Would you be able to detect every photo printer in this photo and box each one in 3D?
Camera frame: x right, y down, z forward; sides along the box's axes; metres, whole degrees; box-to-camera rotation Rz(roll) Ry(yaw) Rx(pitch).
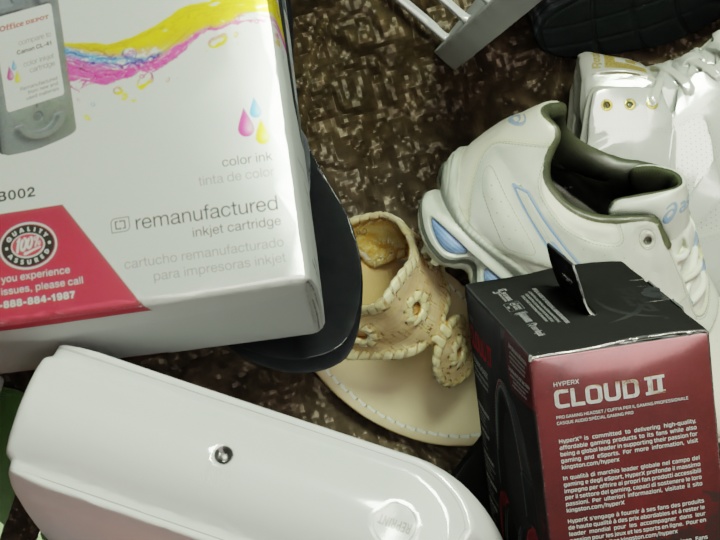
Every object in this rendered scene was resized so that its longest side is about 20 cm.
[{"bbox_3d":[-0.035,0.106,1.131,0.199,0.166,0.070,18,73,9],"label":"photo printer"}]

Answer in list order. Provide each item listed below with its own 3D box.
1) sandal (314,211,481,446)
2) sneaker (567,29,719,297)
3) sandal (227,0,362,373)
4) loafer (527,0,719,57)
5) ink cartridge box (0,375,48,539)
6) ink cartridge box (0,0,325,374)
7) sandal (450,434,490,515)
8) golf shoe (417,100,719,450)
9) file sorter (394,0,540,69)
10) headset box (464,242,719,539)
[{"bbox_3d":[-0.004,0.004,1.220,0.212,0.070,0.078,43,80,-8],"label":"sandal"},{"bbox_3d":[0.158,-0.088,1.243,0.115,0.074,0.201,24,100,-9],"label":"sneaker"},{"bbox_3d":[-0.051,-0.050,1.188,0.076,0.043,0.201,-15,72,1],"label":"sandal"},{"bbox_3d":[0.160,-0.165,1.275,0.199,0.073,0.072,-26,62,-7],"label":"loafer"},{"bbox_3d":[-0.213,0.082,1.174,0.199,0.059,0.104,18,82,-12],"label":"ink cartridge box"},{"bbox_3d":[-0.099,-0.069,1.130,0.147,0.086,0.201,-9,76,1],"label":"ink cartridge box"},{"bbox_3d":[0.087,0.085,1.230,0.075,0.045,0.201,31,70,-18],"label":"sandal"},{"bbox_3d":[0.125,0.004,1.205,0.200,0.097,0.078,33,40,-15],"label":"golf shoe"},{"bbox_3d":[0.057,-0.193,1.181,0.124,0.200,0.139,40,80,-4],"label":"file sorter"},{"bbox_3d":[0.097,0.090,1.117,0.075,0.149,0.201,-8,102,-6],"label":"headset box"}]
